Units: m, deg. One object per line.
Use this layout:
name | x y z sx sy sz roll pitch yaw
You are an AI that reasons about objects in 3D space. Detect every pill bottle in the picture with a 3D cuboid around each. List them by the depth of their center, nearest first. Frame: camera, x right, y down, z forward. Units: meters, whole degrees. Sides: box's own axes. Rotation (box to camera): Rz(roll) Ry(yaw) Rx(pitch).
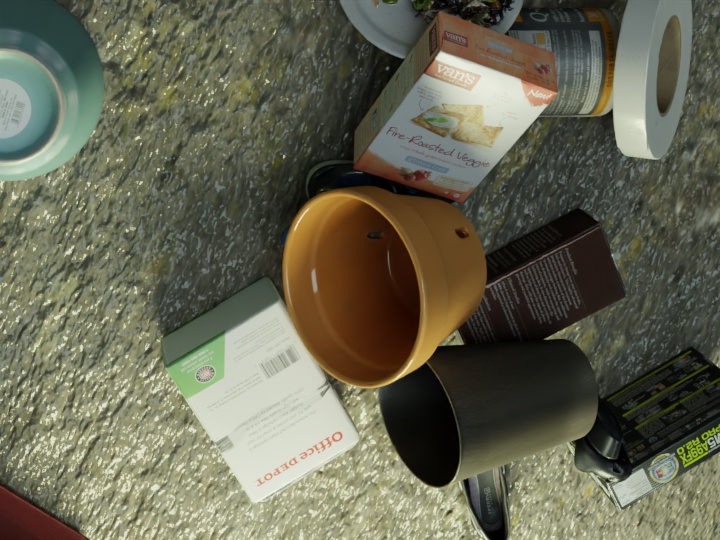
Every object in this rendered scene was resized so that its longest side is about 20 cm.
pill bottle | 0.172 -0.222 1.468 0.198 0.116 0.118 -2 109 -13

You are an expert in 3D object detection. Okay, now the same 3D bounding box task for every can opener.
can opener | 0.268 0.173 1.585 0.063 0.200 0.079 21 110 -15

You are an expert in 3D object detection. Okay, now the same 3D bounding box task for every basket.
basket | 0.145 0.142 1.496 0.198 0.180 0.137 -7 118 -28

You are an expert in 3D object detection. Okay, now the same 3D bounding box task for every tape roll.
tape roll | 0.314 -0.219 1.473 0.037 0.203 0.205 10 111 24

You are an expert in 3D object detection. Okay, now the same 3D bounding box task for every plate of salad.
plate of salad | 0.072 -0.307 1.401 0.198 0.048 0.202 1 72 -2

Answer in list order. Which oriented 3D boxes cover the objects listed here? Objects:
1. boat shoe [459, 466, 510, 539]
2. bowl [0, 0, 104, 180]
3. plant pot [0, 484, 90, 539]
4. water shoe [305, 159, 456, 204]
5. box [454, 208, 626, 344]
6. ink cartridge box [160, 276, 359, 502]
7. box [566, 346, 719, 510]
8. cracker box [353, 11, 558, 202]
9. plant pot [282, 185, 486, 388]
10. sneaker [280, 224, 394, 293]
boat shoe | 0.147 0.241 1.654 0.066 0.057 0.202 -18 112 -7
bowl | -0.350 -0.173 1.360 0.199 0.105 0.203 -5 109 -13
plant pot | -0.425 0.364 1.490 0.199 0.200 0.176 37 108 -22
water shoe | 0.041 -0.086 1.502 0.198 0.079 0.072 -8 111 -11
box | 0.194 0.022 1.583 0.198 0.075 0.101 -26 113 -2
ink cartridge box | -0.111 0.134 1.537 0.145 0.084 0.201 -30 113 -2
box | 0.353 0.183 1.631 0.199 0.160 0.045 -30 112 -3
cracker box | 0.093 -0.160 1.397 0.133 0.058 0.200 15 142 -19
plant pot | 0.035 0.006 1.413 0.139 0.199 0.202 -16 116 -45
sneaker | 0.000 0.000 1.534 0.199 0.078 0.066 31 70 -25
